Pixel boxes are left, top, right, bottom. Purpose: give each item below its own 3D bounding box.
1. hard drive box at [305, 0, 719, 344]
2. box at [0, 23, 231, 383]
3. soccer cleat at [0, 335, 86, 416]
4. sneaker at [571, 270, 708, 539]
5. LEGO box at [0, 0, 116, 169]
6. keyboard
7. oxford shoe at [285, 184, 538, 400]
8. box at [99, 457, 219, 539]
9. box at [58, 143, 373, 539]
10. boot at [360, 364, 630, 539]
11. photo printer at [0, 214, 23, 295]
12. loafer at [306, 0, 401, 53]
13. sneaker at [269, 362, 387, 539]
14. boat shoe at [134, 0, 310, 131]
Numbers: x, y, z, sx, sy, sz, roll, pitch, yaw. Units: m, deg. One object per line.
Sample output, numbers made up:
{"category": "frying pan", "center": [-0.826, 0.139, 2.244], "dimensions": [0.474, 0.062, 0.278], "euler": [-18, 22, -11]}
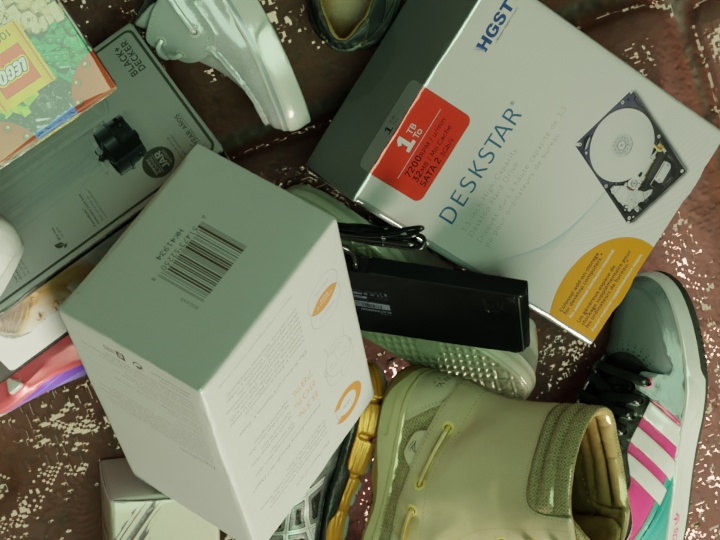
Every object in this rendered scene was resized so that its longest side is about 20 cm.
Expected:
{"category": "hard drive box", "center": [0.093, -0.072, 1.295], "dimensions": [0.199, 0.077, 0.156], "euler": [29, 95, -30]}
{"category": "box", "center": [-0.176, -0.034, 1.236], "dimensions": [0.200, 0.117, 0.060], "euler": [-37, 149, -3]}
{"category": "soccer cleat", "center": [-0.193, 0.046, 1.287], "dimensions": [0.199, 0.076, 0.067], "euler": [-22, 80, 8]}
{"category": "sneaker", "center": [0.144, 0.101, 1.353], "dimensions": [0.120, 0.083, 0.201], "euler": [-2, 98, -36]}
{"category": "LEGO box", "center": [-0.211, -0.153, 1.156], "dimensions": [0.077, 0.200, 0.149], "euler": [-34, 109, -2]}
{"category": "keyboard", "center": [0.000, 0.000, 1.267], "dimensions": [0.199, 0.127, 0.021], "euler": [8, 61, 11]}
{"category": "oxford shoe", "center": [0.029, 0.010, 1.334], "dimensions": [0.200, 0.075, 0.058], "euler": [36, 49, -11]}
{"category": "box", "center": [-0.122, 0.220, 1.336], "dimensions": [0.068, 0.082, 0.201], "euler": [-4, 103, -11]}
{"category": "box", "center": [-0.073, 0.047, 1.206], "dimensions": [0.097, 0.200, 0.125], "euler": [28, 66, 22]}
{"category": "boot", "center": [0.080, 0.166, 1.289], "dimensions": [0.073, 0.155, 0.201], "euler": [0, 97, -52]}
{"category": "photo printer", "center": [-0.293, -0.005, 1.187], "dimensions": [0.167, 0.200, 0.069], "euler": [-57, 146, 6]}
{"category": "loafer", "center": [0.002, -0.224, 1.250], "dimensions": [0.072, 0.072, 0.201], "euler": [0, 103, 3]}
{"category": "sneaker", "center": [-0.047, 0.146, 1.341], "dimensions": [0.077, 0.078, 0.201], "euler": [16, 90, -16]}
{"category": "boat shoe", "center": [-0.100, -0.158, 1.250], "dimensions": [0.068, 0.072, 0.201], "euler": [-32, 109, -1]}
